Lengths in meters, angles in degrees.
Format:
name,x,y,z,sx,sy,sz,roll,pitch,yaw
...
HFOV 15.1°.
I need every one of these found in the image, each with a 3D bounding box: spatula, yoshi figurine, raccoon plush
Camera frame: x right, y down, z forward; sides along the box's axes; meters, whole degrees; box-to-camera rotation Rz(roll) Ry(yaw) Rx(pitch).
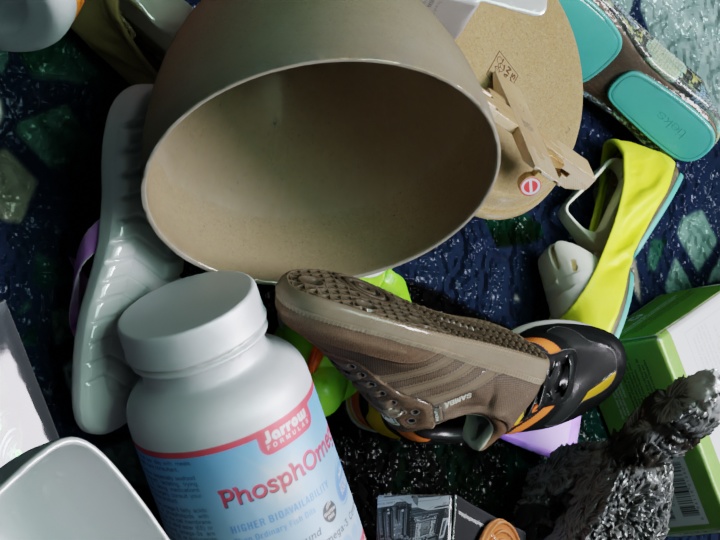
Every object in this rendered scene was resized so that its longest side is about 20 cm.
name,x,y,z,sx,sy,sz,roll,pitch,yaw
spatula,0.069,0.069,1.765,0.200,0.021,0.057,27,67,-37
yoshi figurine,-0.008,0.001,1.653,0.112,0.112,0.200,46,62,-49
raccoon plush,0.196,0.169,1.767,0.134,0.200,0.097,39,32,-30

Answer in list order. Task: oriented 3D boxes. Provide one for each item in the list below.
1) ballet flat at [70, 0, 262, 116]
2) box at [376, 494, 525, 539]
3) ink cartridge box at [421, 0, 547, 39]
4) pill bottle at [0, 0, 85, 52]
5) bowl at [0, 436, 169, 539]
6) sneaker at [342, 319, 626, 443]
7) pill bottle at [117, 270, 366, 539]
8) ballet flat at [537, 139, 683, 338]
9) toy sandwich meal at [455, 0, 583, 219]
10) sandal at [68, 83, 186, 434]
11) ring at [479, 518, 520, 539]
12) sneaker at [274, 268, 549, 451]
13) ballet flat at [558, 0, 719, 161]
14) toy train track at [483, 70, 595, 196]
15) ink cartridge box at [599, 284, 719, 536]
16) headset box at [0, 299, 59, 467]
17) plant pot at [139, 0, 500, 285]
name,x,y,z,sx,sy,sz,roll,pitch,yaw
ballet flat,-0.097,-0.117,1.612,0.200,0.063,0.069,38,59,-32
box,0.055,0.225,1.641,0.200,0.050,0.158,39,51,-70
ink cartridge box,0.018,-0.215,1.673,0.200,0.067,0.117,12,72,-8
pill bottle,-0.174,-0.230,1.525,0.113,0.113,0.200,44,56,-29
bowl,-0.171,0.207,1.352,0.200,0.075,0.200,-49,118,-36
sneaker,0.094,0.078,1.706,0.200,0.090,0.070,-6,104,-26
pill bottle,-0.069,0.107,1.547,0.109,0.109,0.200,-38,119,-40
ballet flat,0.158,-0.011,1.843,0.067,0.067,0.200,33,56,-10
toy sandwich meal,0.062,-0.123,1.764,0.205,0.070,0.205,7,80,-45
sandal,-0.140,-0.007,1.564,0.082,0.050,0.203,15,84,-56
ring,0.089,0.250,1.637,0.200,0.019,0.201,0,90,-75
sneaker,0.025,0.058,1.572,0.200,0.070,0.076,18,104,-37
ballet flat,0.170,-0.152,1.875,0.200,0.074,0.074,42,57,-25
toy train track,0.063,-0.100,1.679,0.200,0.033,0.115,33,22,-29
ink cartridge box,0.262,0.078,1.909,0.200,0.076,0.148,-31,103,-43
headset box,-0.242,0.128,1.412,0.174,0.093,0.200,-29,103,-41
plant pot,-0.030,-0.104,1.529,0.200,0.200,0.135,24,43,-38
